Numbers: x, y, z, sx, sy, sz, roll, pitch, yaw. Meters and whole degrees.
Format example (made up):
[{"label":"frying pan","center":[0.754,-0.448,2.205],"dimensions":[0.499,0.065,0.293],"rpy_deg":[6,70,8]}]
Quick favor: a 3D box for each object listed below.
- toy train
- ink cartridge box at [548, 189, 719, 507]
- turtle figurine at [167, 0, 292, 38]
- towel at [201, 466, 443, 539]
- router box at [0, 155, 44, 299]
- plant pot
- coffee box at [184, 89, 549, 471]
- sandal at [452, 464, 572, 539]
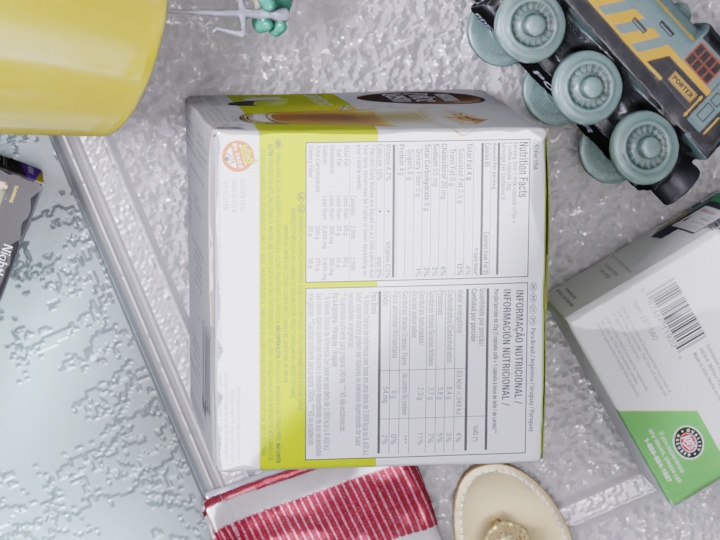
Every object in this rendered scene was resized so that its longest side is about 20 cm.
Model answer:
[{"label":"toy train","center":[0.155,-0.137,1.685],"dimensions":[0.114,0.085,0.200],"rpy_deg":[-46,101,-9]},{"label":"ink cartridge box","center":[0.241,0.032,1.722],"dimensions":[0.200,0.084,0.146],"rpy_deg":[-30,104,-1]},{"label":"turtle figurine","center":[-0.046,-0.230,1.626],"dimensions":[0.199,0.101,0.150],"rpy_deg":[-17,125,-20]},{"label":"towel","center":[-0.007,0.216,1.758],"dimensions":[0.144,0.023,0.201],"rpy_deg":[-20,103,-4]},{"label":"router box","center":[-0.302,0.006,1.663],"dimensions":[0.157,0.052,0.201],"rpy_deg":[21,97,-11]},{"label":"plant pot","center":[-0.221,-0.161,1.579],"dimensions":[0.188,0.201,0.201],"rpy_deg":[12,99,-24]},{"label":"coffee box","center":[0.000,0.000,1.626],"dimensions":[0.197,0.200,0.201],"rpy_deg":[-2,100,-8]},{"label":"sandal","center":[0.114,0.230,1.752],"dimensions":[0.077,0.070,0.212],"rpy_deg":[-13,102,-5]}]
